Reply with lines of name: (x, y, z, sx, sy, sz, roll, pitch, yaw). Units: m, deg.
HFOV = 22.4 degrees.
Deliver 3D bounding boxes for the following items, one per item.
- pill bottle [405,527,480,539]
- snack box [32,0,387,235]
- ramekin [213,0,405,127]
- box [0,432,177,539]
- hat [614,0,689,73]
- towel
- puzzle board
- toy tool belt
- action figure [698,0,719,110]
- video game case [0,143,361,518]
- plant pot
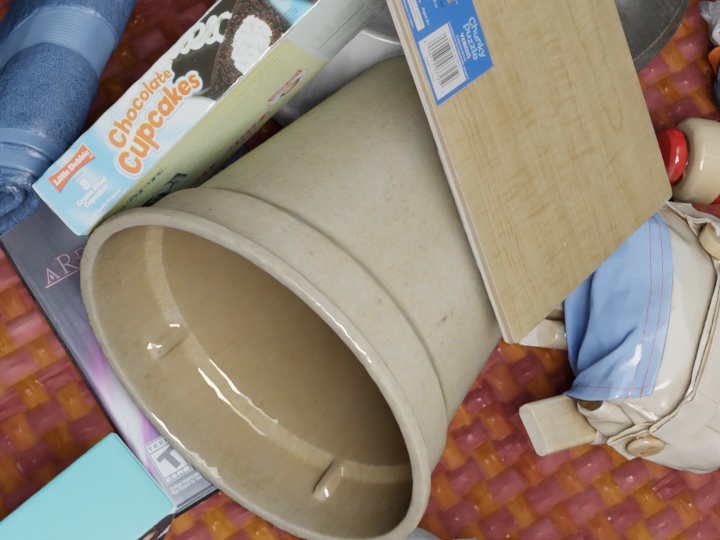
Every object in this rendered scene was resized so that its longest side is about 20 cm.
pill bottle: (0.060, 0.187, 0.818, 0.111, 0.200, 0.112, -9, 108, -28)
snack box: (-0.059, -0.095, 0.869, 0.200, 0.116, 0.037, -44, 84, 7)
ramekin: (0.022, -0.168, 0.996, 0.199, 0.105, 0.201, 3, 70, -8)
box: (-0.179, 0.164, 0.851, 0.200, 0.082, 0.049, -39, 82, -20)
hat: (0.087, -0.190, 0.906, 0.200, 0.081, 0.202, -7, 104, -31)
towel: (-0.162, -0.108, 0.928, 0.048, 0.112, 0.201, 32, 56, -22)
puzzle board: (0.075, -0.090, 0.833, 0.151, 0.017, 0.201, -39, 116, -41)
toy tool belt: (0.141, 0.005, 0.946, 0.122, 0.125, 0.201, 8, 68, -16)
action figure: (0.232, -0.078, 0.988, 0.104, 0.200, 0.194, -29, 64, 22)
video game case: (-0.092, 0.010, 0.958, 0.143, 0.019, 0.200, -30, 78, -19)
plant pot: (0.000, 0.000, 0.880, 0.200, 0.201, 0.184, 40, 57, 6)
